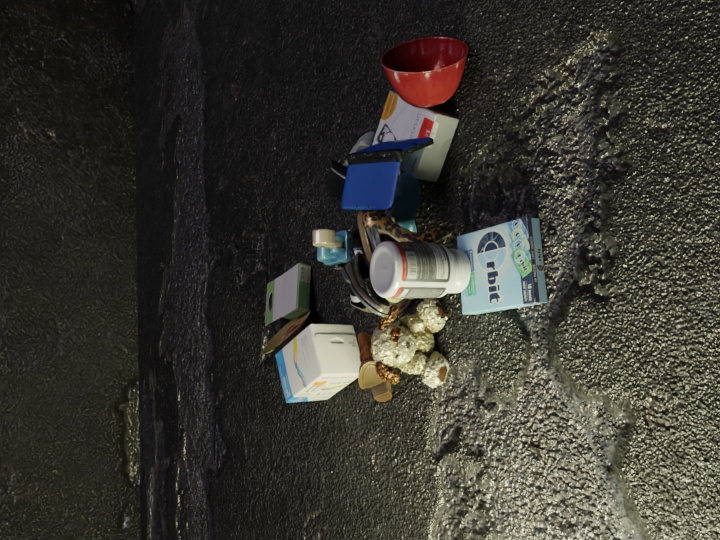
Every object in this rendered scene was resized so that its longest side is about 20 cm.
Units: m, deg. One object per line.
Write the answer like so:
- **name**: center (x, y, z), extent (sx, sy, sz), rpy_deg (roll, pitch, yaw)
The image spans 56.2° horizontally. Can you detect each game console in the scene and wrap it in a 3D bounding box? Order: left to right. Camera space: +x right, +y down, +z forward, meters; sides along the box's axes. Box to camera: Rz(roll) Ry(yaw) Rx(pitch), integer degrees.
- **game console**: center (0.059, -0.222, 1.545), extent (0.199, 0.169, 0.120), rpy_deg (9, 119, 53)

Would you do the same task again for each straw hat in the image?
- **straw hat**: center (-0.193, 0.211, 1.987), extent (0.085, 0.201, 0.200), rpy_deg (48, 138, -10)

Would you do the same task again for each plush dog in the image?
- **plush dog**: center (0.096, 0.166, 1.541), extent (0.159, 0.170, 0.204), rpy_deg (-7, 82, 52)

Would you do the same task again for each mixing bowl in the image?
- **mixing bowl**: center (0.151, -0.444, 1.540), extent (0.200, 0.198, 0.110), rpy_deg (42, 153, 46)

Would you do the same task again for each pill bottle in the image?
- **pill bottle**: center (0.128, 0.000, 1.423), extent (0.115, 0.197, 0.118), rpy_deg (-6, 83, 59)

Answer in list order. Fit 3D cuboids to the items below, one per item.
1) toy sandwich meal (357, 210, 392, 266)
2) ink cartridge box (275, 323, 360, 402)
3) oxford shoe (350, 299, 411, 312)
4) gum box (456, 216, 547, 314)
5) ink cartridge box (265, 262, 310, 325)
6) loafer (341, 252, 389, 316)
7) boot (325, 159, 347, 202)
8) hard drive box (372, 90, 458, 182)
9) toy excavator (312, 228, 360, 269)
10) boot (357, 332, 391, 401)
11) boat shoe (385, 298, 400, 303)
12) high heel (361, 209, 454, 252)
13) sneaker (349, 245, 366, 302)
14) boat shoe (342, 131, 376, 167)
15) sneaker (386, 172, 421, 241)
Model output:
- **toy sandwich meal**: center (0.051, -0.066, 1.636), extent (0.069, 0.205, 0.209), rpy_deg (-16, 69, 9)
- **ink cartridge box**: center (-0.112, 0.252, 1.831), extent (0.200, 0.145, 0.147), rpy_deg (-42, 55, 43)
- **oxford shoe**: center (0.051, 0.075, 1.689), extent (0.199, 0.074, 0.072), rpy_deg (-21, 70, 50)
- **gum box**: center (0.290, -0.005, 1.404), extent (0.199, 0.044, 0.173), rpy_deg (-16, 74, 53)
- **ink cartridge box**: center (-0.223, 0.079, 2.058), extent (0.199, 0.047, 0.148), rpy_deg (-31, 51, 49)
- **loafer**: center (0.015, 0.027, 1.522), extent (0.063, 0.071, 0.200), rpy_deg (-58, 37, 14)
- **boot**: center (-0.021, -0.243, 1.751), extent (0.161, 0.073, 0.200), rpy_deg (33, 145, 32)
- **hard drive box**: center (0.127, -0.326, 1.625), extent (0.200, 0.076, 0.158), rpy_deg (40, 119, 47)
- **toy excavator**: center (-0.078, -0.064, 1.771), extent (0.193, 0.197, 0.102), rpy_deg (-10, 79, 52)
- **boot**: center (0.022, 0.215, 1.645), extent (0.201, 0.072, 0.157), rpy_deg (72, -177, -56)
- **boat shoe**: center (0.101, 0.029, 1.523), extent (0.063, 0.200, 0.074), rpy_deg (-34, 69, 24)
- **high heel**: center (0.106, -0.111, 1.538), extent (0.071, 0.197, 0.145), rpy_deg (123, 128, -83)
- **sneaker**: center (0.000, 0.000, 1.666), extent (0.072, 0.200, 0.114), rpy_deg (-16, 102, 10)
- **boat shoe**: center (0.002, -0.299, 1.801), extent (0.072, 0.069, 0.201), rpy_deg (-64, 8, -29)
- **sneaker**: center (0.094, -0.150, 1.607), extent (0.081, 0.075, 0.202), rpy_deg (-123, 25, -43)
